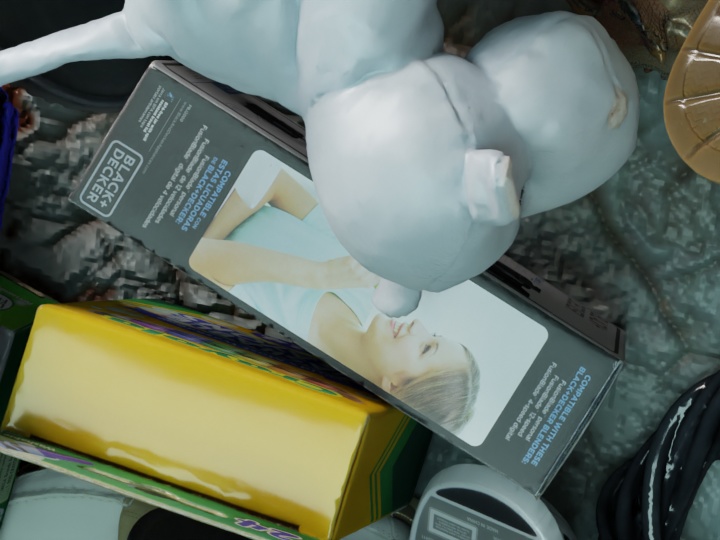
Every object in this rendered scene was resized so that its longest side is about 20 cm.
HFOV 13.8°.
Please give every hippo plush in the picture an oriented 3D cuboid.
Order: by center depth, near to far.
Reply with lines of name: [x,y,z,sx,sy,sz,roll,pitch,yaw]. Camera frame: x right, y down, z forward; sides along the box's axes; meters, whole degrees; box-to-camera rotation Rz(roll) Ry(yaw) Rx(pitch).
hippo plush: [0.013,-0.082,0.976,0.161,0.200,0.159,54,148,15]

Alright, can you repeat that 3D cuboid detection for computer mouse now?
computer mouse: [0.055,0.157,1.127,0.109,0.044,0.201,23,123,30]

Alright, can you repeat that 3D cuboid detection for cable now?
cable: [0.153,0.102,1.071,0.200,0.051,0.164,35,113,50]

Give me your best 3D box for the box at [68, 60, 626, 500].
box: [0.000,0.000,1.094,0.200,0.117,0.060,33,96,4]

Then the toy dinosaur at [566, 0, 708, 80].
toy dinosaur: [0.145,-0.143,1.023,0.135,0.086,0.201,22,109,15]

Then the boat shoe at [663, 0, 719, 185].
boat shoe: [0.173,-0.112,0.951,0.200,0.063,0.073,-54,54,16]

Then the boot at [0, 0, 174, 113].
boot: [-0.107,-0.142,1.038,0.165,0.066,0.200,37,154,-9]

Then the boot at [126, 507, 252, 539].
boot: [-0.027,0.205,1.142,0.188,0.069,0.200,22,132,9]

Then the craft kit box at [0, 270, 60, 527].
craft kit box: [-0.233,0.059,1.209,0.197,0.048,0.201,28,116,20]

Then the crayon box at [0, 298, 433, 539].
crayon box: [-0.049,0.053,1.084,0.125,0.200,0.052,18,94,9]

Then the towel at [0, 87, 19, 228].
towel: [-0.171,0.038,1.061,0.049,0.201,0.148,17,157,-24]

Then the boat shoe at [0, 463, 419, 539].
boat shoe: [-0.068,0.115,1.187,0.199,0.068,0.075,1,113,17]
